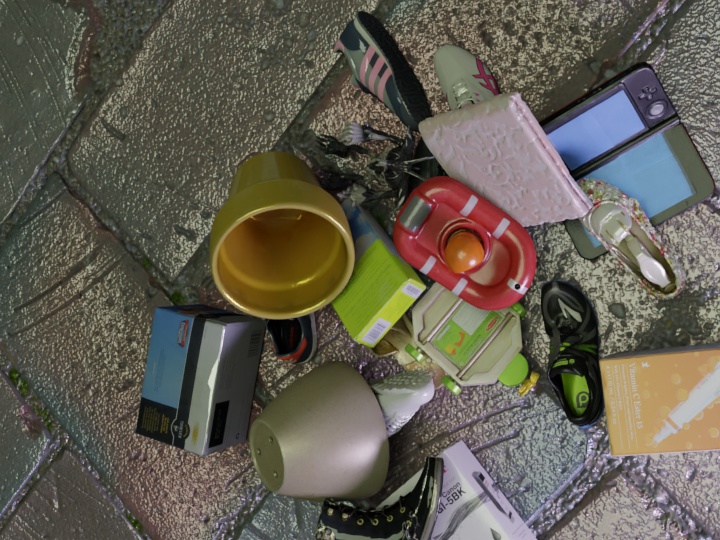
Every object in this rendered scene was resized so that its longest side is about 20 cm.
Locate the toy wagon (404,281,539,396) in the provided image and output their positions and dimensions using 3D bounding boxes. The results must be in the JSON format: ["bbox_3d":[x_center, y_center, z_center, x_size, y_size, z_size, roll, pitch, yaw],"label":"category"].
[{"bbox_3d":[0.164,0.100,1.347,0.200,0.040,0.156,41,89,16],"label":"toy wagon"}]

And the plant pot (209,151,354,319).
[{"bbox_3d":[-0.117,-0.065,1.378,0.200,0.200,0.190,-38,35,18],"label":"plant pot"}]

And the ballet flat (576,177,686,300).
[{"bbox_3d":[0.349,-0.040,1.239,0.200,0.064,0.076,43,111,-4],"label":"ballet flat"}]

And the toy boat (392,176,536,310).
[{"bbox_3d":[0.139,-0.028,1.269,0.199,0.131,0.131,33,105,-2],"label":"toy boat"}]

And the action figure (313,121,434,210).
[{"bbox_3d":[0.009,-0.147,1.365,0.199,0.101,0.121,8,98,50],"label":"action figure"}]

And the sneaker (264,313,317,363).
[{"bbox_3d":[-0.114,0.042,1.457,0.074,0.084,0.203,-14,84,22],"label":"sneaker"}]

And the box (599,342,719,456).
[{"bbox_3d":[0.416,0.162,1.226,0.197,0.097,0.126,-9,87,22],"label":"box"}]

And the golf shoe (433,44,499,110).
[{"bbox_3d":[0.160,-0.235,1.337,0.072,0.092,0.202,-35,76,19],"label":"golf shoe"}]

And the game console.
[{"bbox_3d":[0.330,-0.138,1.252,0.199,0.172,0.120,-30,48,19],"label":"game console"}]

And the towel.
[{"bbox_3d":[0.186,-0.138,1.259,0.192,0.032,0.199,51,154,-18],"label":"towel"}]

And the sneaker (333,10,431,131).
[{"bbox_3d":[0.031,-0.277,1.414,0.082,0.070,0.202,-38,73,36],"label":"sneaker"}]

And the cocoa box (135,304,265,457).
[{"bbox_3d":[-0.246,0.163,1.487,0.130,0.133,0.203,12,95,23],"label":"cocoa box"}]

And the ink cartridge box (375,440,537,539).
[{"bbox_3d":[0.139,0.365,1.352,0.147,0.083,0.201,-43,75,18],"label":"ink cartridge box"}]

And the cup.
[{"bbox_3d":[-0.073,0.244,1.363,0.199,0.142,0.203,24,120,51],"label":"cup"}]

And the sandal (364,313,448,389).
[{"bbox_3d":[0.039,0.094,1.400,0.211,0.069,0.078,41,105,18],"label":"sandal"}]

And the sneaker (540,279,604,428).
[{"bbox_3d":[0.285,0.111,1.289,0.070,0.083,0.203,-12,85,22],"label":"sneaker"}]

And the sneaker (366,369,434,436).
[{"bbox_3d":[0.046,0.193,1.370,0.199,0.076,0.082,-22,85,57],"label":"sneaker"}]

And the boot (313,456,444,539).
[{"bbox_3d":[0.023,0.330,1.297,0.152,0.074,0.206,17,103,4],"label":"boot"}]

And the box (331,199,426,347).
[{"bbox_3d":[0.000,0.000,1.396,0.122,0.047,0.201,-49,45,15],"label":"box"}]

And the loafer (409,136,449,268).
[{"bbox_3d":[0.096,-0.104,1.385,0.070,0.067,0.204,24,104,55],"label":"loafer"}]
